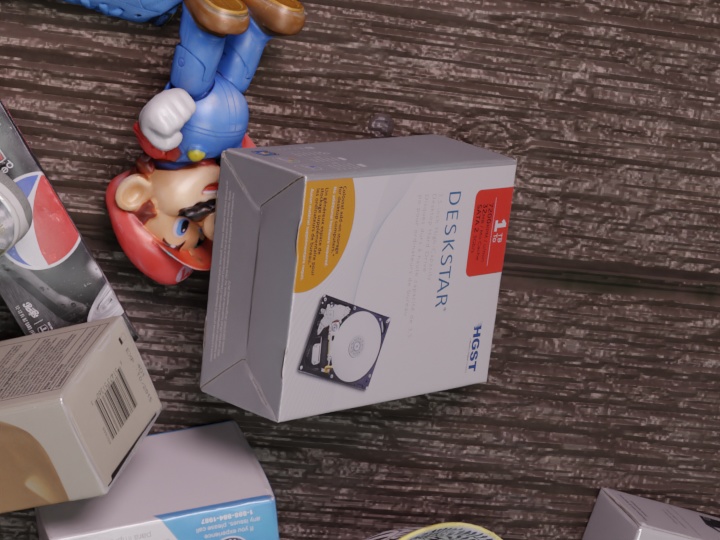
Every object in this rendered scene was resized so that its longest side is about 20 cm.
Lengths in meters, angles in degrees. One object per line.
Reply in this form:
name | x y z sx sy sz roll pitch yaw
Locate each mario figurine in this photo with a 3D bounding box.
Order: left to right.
mario figurine | -0.088 -0.075 1.354 0.122 0.106 0.201 12 118 -18

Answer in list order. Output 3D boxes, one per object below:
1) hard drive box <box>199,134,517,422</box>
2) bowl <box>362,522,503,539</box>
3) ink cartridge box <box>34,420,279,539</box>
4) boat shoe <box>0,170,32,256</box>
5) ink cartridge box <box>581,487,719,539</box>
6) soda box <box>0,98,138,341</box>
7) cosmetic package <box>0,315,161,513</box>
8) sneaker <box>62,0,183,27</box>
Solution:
hard drive box | 0.000 0.000 1.381 0.199 0.076 0.157 -9 110 -46
bowl | 0.015 0.254 1.477 0.200 0.094 0.203 -13 111 -38
ink cartridge box | -0.127 0.227 1.418 0.145 0.146 0.202 -10 108 -11
boat shoe | -0.278 0.008 1.320 0.201 0.065 0.075 -32 105 36
ink cartridge box | 0.248 0.256 1.558 0.199 0.084 0.146 16 100 -18
soda box | -0.217 -0.031 1.365 0.063 0.071 0.201 -31 111 -5
cosmetic package | -0.234 0.098 1.332 0.199 0.105 0.072 -12 114 25
sneaker | -0.158 -0.182 1.344 0.198 0.066 0.079 -9 111 -12
